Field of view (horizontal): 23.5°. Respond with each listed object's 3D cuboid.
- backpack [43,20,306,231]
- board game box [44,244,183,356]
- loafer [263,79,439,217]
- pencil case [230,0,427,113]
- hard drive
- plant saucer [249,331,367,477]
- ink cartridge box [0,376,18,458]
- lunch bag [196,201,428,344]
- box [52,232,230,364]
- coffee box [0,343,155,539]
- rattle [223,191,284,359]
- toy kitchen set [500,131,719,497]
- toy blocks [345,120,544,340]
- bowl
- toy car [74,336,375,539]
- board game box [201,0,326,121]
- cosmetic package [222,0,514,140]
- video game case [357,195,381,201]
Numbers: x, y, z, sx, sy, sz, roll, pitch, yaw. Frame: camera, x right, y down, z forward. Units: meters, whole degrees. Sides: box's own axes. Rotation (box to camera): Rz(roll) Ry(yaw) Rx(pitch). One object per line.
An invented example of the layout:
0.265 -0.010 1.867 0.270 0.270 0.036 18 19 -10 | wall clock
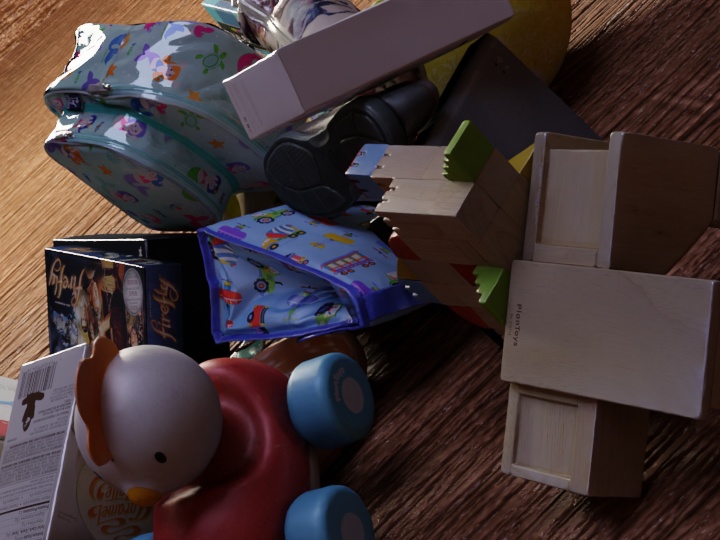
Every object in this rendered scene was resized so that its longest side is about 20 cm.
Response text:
-0.149 -0.122 1.421 0.199 0.177 0.151 -4 58 42 | backpack
-0.202 0.054 1.408 0.034 0.137 0.200 -5 7 -32 | board game box
-0.004 -0.089 1.253 0.063 0.072 0.200 -36 7 -26 | loafer
-0.029 -0.179 1.366 0.200 0.089 0.078 46 120 45 | pencil case
0.097 -0.056 1.221 0.033 0.139 0.201 -32 22 47 | hard drive
-0.071 0.125 1.294 0.199 0.038 0.201 -33 23 16 | plant saucer
-0.297 0.180 1.414 0.200 0.082 0.147 33 107 67 | ink cartridge box
0.000 0.000 1.289 0.150 0.095 0.199 -17 13 -39 | lunch bag
-0.190 0.039 1.490 0.078 0.142 0.200 -8 6 -31 | box
-0.196 0.170 1.227 0.079 0.114 0.201 -18 53 37 | coffee box
-0.056 0.003 1.505 0.131 0.142 0.201 -59 33 29 | rattle
0.203 0.031 0.990 0.163 0.179 0.202 7 91 57 | toy kitchen set
0.071 -0.012 1.080 0.136 0.200 0.100 7 59 52 | toy blocks
0.099 -0.169 1.440 0.199 0.200 0.108 -32 67 20 | bowl
-0.120 0.122 1.110 0.183 0.200 0.178 -19 57 33 | toy car
-0.051 -0.181 1.605 0.047 0.200 0.151 -43 22 -7 | board game box
0.008 -0.155 1.211 0.199 0.051 0.082 -28 4 -32 | cosmetic package
0.011 -0.080 1.444 0.142 0.018 0.200 -1 11 -22 | video game case
